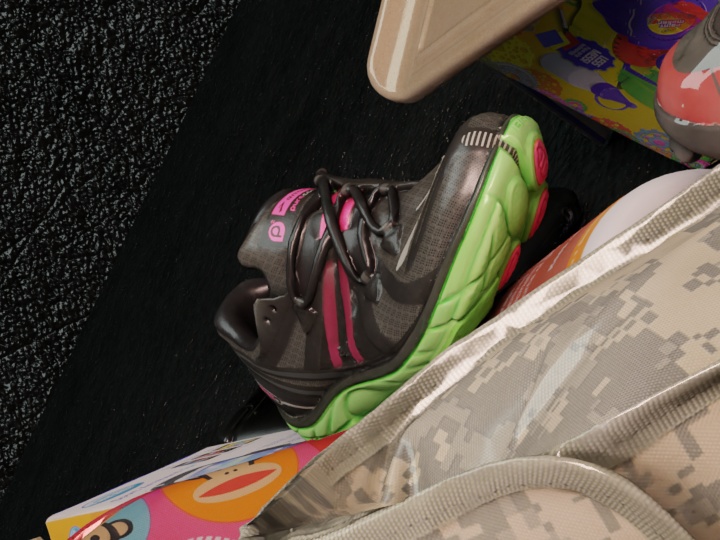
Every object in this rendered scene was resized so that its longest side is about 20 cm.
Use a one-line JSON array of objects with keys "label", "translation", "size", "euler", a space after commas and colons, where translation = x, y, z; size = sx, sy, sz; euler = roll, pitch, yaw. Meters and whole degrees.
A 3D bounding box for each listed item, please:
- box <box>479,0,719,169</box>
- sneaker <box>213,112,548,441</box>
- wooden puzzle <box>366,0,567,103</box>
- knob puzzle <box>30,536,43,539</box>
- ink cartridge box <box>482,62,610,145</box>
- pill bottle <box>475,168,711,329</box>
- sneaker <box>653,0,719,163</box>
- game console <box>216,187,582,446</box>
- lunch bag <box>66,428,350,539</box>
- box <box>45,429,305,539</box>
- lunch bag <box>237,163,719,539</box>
[{"label": "box", "translation": [0.163, -0.173, 0.945], "size": [0.200, 0.122, 0.193], "euler": [-36, 31, 65]}, {"label": "sneaker", "translation": [0.000, 0.000, 0.835], "size": [0.077, 0.084, 0.200], "euler": [-55, 7, -38]}, {"label": "wooden puzzle", "translation": [0.074, -0.170, 0.926], "size": [0.200, 0.037, 0.186], "euler": [-19, 55, 65]}, {"label": "knob puzzle", "translation": [-0.097, 0.232, 0.953], "size": [0.030, 0.221, 0.220], "euler": [-21, 0, -18]}, {"label": "ink cartridge box", "translation": [0.099, -0.188, 1.108], "size": [0.047, 0.197, 0.201], "euler": [26, 89, 39]}, {"label": "pill bottle", "translation": [0.088, 0.049, 0.829], "size": [0.200, 0.112, 0.113], "euler": [-41, 25, 61]}, {"label": "sneaker", "translation": [0.166, -0.104, 0.663], "size": [0.200, 0.098, 0.071], "euler": [-28, 35, 11]}, {"label": "game console", "translation": [0.024, 0.066, 1.157], "size": [0.175, 0.117, 0.200], "euler": [-10, 29, 39]}, {"label": "lunch bag", "translation": [0.016, 0.120, 0.664], "size": [0.176, 0.199, 0.082], "euler": [-129, 27, -55]}, {"label": "box", "translation": [-0.040, 0.097, 0.992], "size": [0.199, 0.042, 0.119], "euler": [-17, 2, 37]}, {"label": "lunch bag", "translation": [0.095, 0.069, 0.470], "size": [0.200, 0.164, 0.118], "euler": [-35, 14, 1]}]
